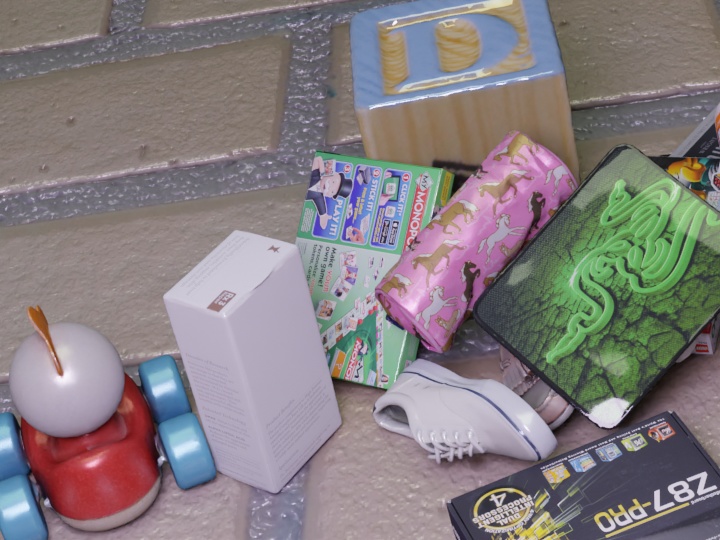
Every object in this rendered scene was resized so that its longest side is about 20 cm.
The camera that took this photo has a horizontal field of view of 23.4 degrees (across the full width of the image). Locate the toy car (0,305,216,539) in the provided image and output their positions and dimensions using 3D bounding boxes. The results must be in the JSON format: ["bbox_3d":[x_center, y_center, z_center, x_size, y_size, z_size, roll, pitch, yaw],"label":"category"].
[{"bbox_3d":[-0.242,0.099,1.457,0.184,0.200,0.177,-19,36,-8],"label":"toy car"}]

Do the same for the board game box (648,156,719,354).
[{"bbox_3d":[0.268,-0.018,1.554,0.126,0.035,0.200,3,53,22],"label":"board game box"}]

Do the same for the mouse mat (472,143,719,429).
[{"bbox_3d":[0.209,0.011,1.418,0.161,0.008,0.200,41,86,22],"label":"mouse mat"}]

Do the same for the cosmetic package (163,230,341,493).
[{"bbox_3d":[-0.086,0.076,1.437,0.074,0.200,0.102,15,44,34],"label":"cosmetic package"}]

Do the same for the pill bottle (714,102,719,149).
[{"bbox_3d":[0.378,-0.061,1.498,0.113,0.113,0.200,-9,67,6],"label":"pill bottle"}]

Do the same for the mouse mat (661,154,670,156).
[{"bbox_3d":[0.351,-0.058,1.633,0.161,0.008,0.200,-4,38,13],"label":"mouse mat"}]

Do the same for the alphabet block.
[{"bbox_3d":[0.103,-0.136,1.668,0.196,0.200,0.195,-9,36,6],"label":"alphabet block"}]

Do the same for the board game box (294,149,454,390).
[{"bbox_3d":[0.000,0.000,1.551,0.134,0.029,0.200,11,86,29],"label":"board game box"}]

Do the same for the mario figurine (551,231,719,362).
[{"bbox_3d":[0.245,0.003,1.475,0.200,0.106,0.124,3,38,23],"label":"mario figurine"}]

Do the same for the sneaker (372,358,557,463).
[{"bbox_3d":[0.083,0.129,1.419,0.071,0.073,0.200,-44,25,-18],"label":"sneaker"}]

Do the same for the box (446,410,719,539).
[{"bbox_3d":[0.185,0.201,1.310,0.200,0.049,0.161,-20,38,-8],"label":"box"}]

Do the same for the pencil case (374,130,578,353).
[{"bbox_3d":[0.101,-0.026,1.477,0.083,0.087,0.200,39,82,11],"label":"pencil case"}]

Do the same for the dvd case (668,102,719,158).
[{"bbox_3d":[0.398,-0.100,1.635,0.200,0.025,0.150,19,47,35],"label":"dvd case"}]

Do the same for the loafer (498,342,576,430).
[{"bbox_3d":[0.141,0.059,1.489,0.072,0.063,0.200,-42,24,24],"label":"loafer"}]
